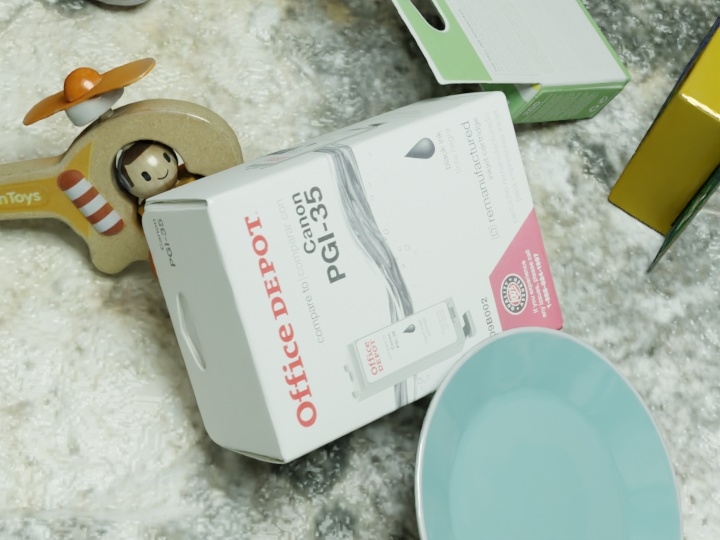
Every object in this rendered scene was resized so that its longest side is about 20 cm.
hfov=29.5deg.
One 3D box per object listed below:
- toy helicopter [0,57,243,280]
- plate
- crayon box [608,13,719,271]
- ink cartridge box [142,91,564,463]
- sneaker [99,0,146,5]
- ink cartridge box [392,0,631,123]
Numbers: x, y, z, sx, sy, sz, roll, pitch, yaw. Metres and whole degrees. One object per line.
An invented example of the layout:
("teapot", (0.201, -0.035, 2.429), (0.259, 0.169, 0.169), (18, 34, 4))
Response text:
("toy helicopter", (-0.165, -0.056, 0.773), (0.198, 0.133, 0.079), (-5, 34, 3))
("plate", (0.102, 0.131, 0.747), (0.199, 0.026, 0.202), (13, 68, -35))
("crayon box", (0.228, -0.111, 0.881), (0.051, 0.126, 0.201), (32, 61, 5))
("ink cartridge box", (0.000, 0.000, 0.752), (0.199, 0.083, 0.148), (-23, 103, -30))
("sneaker", (-0.192, -0.264, 0.888), (0.071, 0.080, 0.201), (-28, 73, -24))
("ink cartridge box", (0.071, -0.164, 0.874), (0.199, 0.048, 0.146), (-10, 64, -44))
